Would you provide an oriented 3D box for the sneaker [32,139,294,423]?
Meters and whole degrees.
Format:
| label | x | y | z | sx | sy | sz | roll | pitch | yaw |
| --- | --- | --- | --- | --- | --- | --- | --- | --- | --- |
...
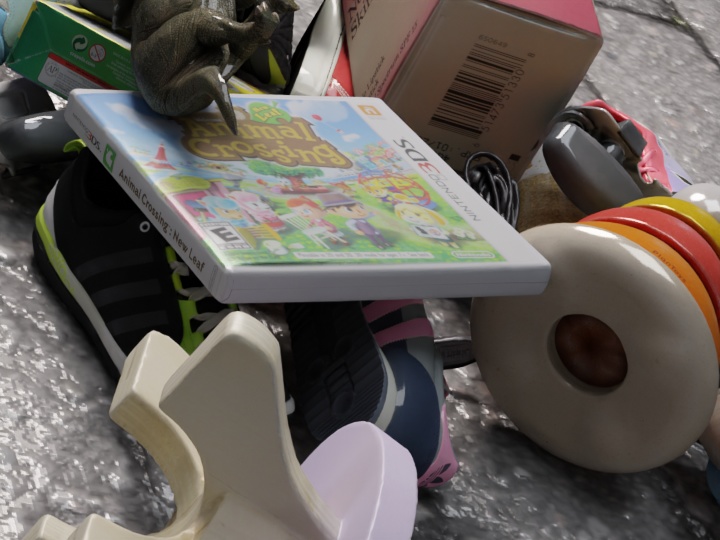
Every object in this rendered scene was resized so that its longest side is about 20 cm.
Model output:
| label | x | y | z | sx | sy | sz | roll | pitch | yaw |
| --- | --- | --- | --- | --- | --- | --- | --- | --- | --- |
| sneaker | -0.102 | 0.004 | 1.191 | 0.072 | 0.083 | 0.200 | -10 | 43 | -47 |

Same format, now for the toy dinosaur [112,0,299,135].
| label | x | y | z | sx | sy | sz | roll | pitch | yaw |
| --- | --- | --- | --- | --- | --- | --- | --- | --- | --- |
| toy dinosaur | -0.086 | -0.124 | 1.215 | 0.077 | 0.102 | 0.200 | 27 | 33 | -48 |

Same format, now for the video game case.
| label | x | y | z | sx | sy | sz | roll | pitch | yaw |
| --- | --- | --- | --- | --- | --- | --- | --- | --- | --- |
| video game case | -0.028 | -0.041 | 1.205 | 0.199 | 0.022 | 0.182 | -1 | 33 | -35 |

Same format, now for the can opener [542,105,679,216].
| label | x | y | z | sx | sy | sz | roll | pitch | yaw |
| --- | --- | --- | --- | --- | --- | --- | --- | --- | --- |
| can opener | 0.172 | -0.014 | 1.400 | 0.200 | 0.053 | 0.067 | 52 | 52 | -19 |

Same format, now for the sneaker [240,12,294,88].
| label | x | y | z | sx | sy | sz | roll | pitch | yaw |
| --- | --- | --- | --- | --- | --- | --- | --- | --- | --- |
| sneaker | -0.091 | -0.157 | 1.477 | 0.081 | 0.074 | 0.200 | 0 | 10 | -17 |

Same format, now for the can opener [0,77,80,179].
| label | x | y | z | sx | sy | sz | roll | pitch | yaw |
| --- | --- | --- | --- | --- | --- | --- | --- | --- | --- |
| can opener | -0.219 | -0.069 | 1.239 | 0.200 | 0.066 | 0.053 | -19 | 94 | -51 |

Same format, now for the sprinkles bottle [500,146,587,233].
| label | x | y | z | sx | sy | sz | roll | pitch | yaw |
| --- | --- | --- | --- | --- | --- | --- | --- | --- | --- |
| sprinkles bottle | 0.119 | -0.030 | 1.448 | 0.068 | 0.068 | 0.200 | 22 | 27 | -7 |

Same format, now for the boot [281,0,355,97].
| label | x | y | z | sx | sy | sz | roll | pitch | yaw |
| --- | --- | --- | --- | --- | --- | --- | --- | --- | --- |
| boot | 0.026 | -0.118 | 1.531 | 0.144 | 0.073 | 0.200 | 24 | 33 | -8 |

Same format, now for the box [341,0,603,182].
| label | x | y | z | sx | sy | sz | roll | pitch | yaw |
| --- | --- | --- | --- | --- | --- | --- | --- | --- | --- |
| box | 0.062 | -0.170 | 1.452 | 0.109 | 0.128 | 0.200 | 15 | 38 | -20 |

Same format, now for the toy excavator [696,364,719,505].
| label | x | y | z | sx | sy | sz | roll | pitch | yaw |
| --- | --- | --- | --- | --- | --- | --- | --- | --- | --- |
| toy excavator | 0.299 | 0.107 | 1.319 | 0.200 | 0.194 | 0.100 | 58 | -4 | -28 |

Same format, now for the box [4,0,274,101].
| label | x | y | z | sx | sy | sz | roll | pitch | yaw |
| --- | --- | --- | --- | --- | --- | --- | --- | --- | --- |
| box | -0.121 | -0.110 | 1.369 | 0.117 | 0.048 | 0.200 | 29 | 10 | 8 |

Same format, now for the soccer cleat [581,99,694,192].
| label | x | y | z | sx | sy | sz | roll | pitch | yaw |
| --- | --- | --- | --- | --- | --- | --- | --- | --- | --- |
| soccer cleat | 0.195 | -0.042 | 1.517 | 0.076 | 0.067 | 0.200 | 45 | 9 | -35 |

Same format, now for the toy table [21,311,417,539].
| label | x | y | z | sx | sy | sz | roll | pitch | yaw |
| --- | --- | --- | --- | --- | --- | --- | --- | --- | --- |
| toy table | -0.062 | 0.110 | 0.967 | 0.117 | 0.184 | 0.200 | 37 | 16 | -14 |

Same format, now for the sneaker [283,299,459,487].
| label | x | y | z | sx | sy | sz | roll | pitch | yaw |
| --- | --- | --- | --- | --- | --- | --- | --- | --- | --- |
| sneaker | 0.008 | 0.035 | 1.242 | 0.082 | 0.070 | 0.200 | 37 | 32 | -33 |

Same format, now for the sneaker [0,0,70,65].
| label | x | y | z | sx | sy | sz | roll | pitch | yaw |
| --- | --- | --- | --- | --- | --- | --- | --- | --- | --- |
| sneaker | -0.276 | -0.159 | 1.344 | 0.199 | 0.080 | 0.131 | 13 | 45 | 24 |

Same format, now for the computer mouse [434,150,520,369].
| label | x | y | z | sx | sy | sz | roll | pitch | yaw |
| --- | --- | --- | --- | --- | --- | --- | --- | --- | --- |
| computer mouse | 0.000 | 0.000 | 1.326 | 0.199 | 0.046 | 0.141 | 0 | 60 | -17 |

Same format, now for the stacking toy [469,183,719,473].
| label | x | y | z | sx | sy | sz | roll | pitch | yaw |
| --- | --- | --- | --- | --- | --- | --- | --- | --- | --- |
| stacking toy | 0.166 | 0.009 | 1.302 | 0.146 | 0.146 | 0.200 | 34 | 40 | 16 |

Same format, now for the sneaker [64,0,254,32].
| label | x | y | z | sx | sy | sz | roll | pitch | yaw |
| --- | --- | --- | --- | --- | --- | --- | --- | --- | --- |
| sneaker | -0.078 | -0.172 | 1.361 | 0.099 | 0.071 | 0.200 | 35 | 36 | 14 |
